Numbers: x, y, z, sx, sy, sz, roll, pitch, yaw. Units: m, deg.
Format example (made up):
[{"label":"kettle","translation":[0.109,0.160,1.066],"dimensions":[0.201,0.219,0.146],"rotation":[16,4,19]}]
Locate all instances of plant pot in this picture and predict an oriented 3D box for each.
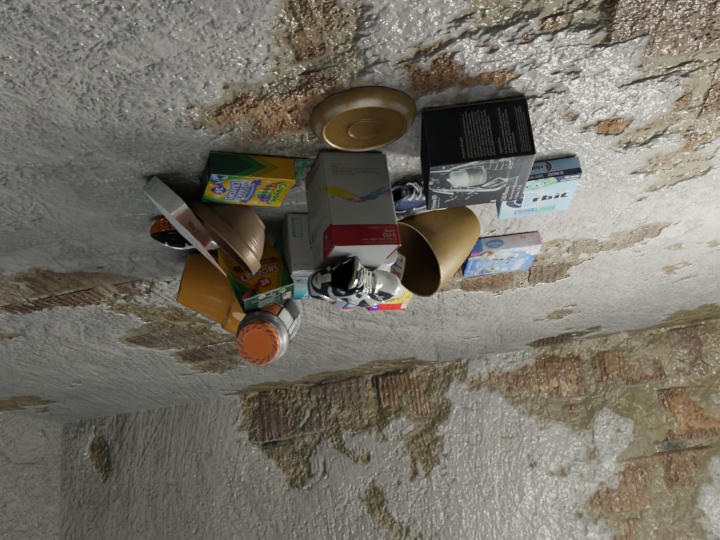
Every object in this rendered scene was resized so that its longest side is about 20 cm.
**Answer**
[{"label":"plant pot","translation":[-0.267,-0.093,1.607],"dimensions":[0.093,0.201,0.201],"rotation":[-45,165,-11]},{"label":"plant pot","translation":[0.006,-0.265,1.377],"dimensions":[0.197,0.028,0.200],"rotation":[-6,162,-2]},{"label":"plant pot","translation":[-0.359,0.040,1.906],"dimensions":[0.181,0.203,0.200],"rotation":[16,155,-15]},{"label":"plant pot","translation":[0.182,-0.070,1.763],"dimensions":[0.199,0.188,0.186],"rotation":[-33,176,-32]}]

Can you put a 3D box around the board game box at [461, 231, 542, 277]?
[{"label":"board game box","translation":[0.389,-0.043,2.120],"dimensions":[0.196,0.044,0.200],"rotation":[-8,161,-1]}]

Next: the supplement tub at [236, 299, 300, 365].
[{"label":"supplement tub","translation":[-0.213,0.136,1.747],"dimensions":[0.121,0.124,0.200],"rotation":[-10,-167,11]}]

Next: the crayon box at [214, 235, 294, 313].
[{"label":"crayon box","translation":[-0.247,-0.005,1.740],"dimensions":[0.125,0.201,0.051],"rotation":[-18,141,-23]}]

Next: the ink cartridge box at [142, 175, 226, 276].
[{"label":"ink cartridge box","translation":[-0.345,-0.088,1.556],"dimensions":[0.044,0.173,0.200],"rotation":[-47,162,-11]}]

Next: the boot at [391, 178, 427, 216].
[{"label":"boot","translation":[0.136,-0.165,1.634],"dimensions":[0.198,0.074,0.090],"rotation":[-21,162,37]}]

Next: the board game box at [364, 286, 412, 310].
[{"label":"board game box","translation":[0.091,0.003,1.926],"dimensions":[0.150,0.046,0.202],"rotation":[0,118,-48]}]

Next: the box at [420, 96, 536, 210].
[{"label":"box","translation":[0.216,-0.217,1.445],"dimensions":[0.193,0.126,0.200],"rotation":[-5,161,2]}]

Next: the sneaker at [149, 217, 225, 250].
[{"label":"sneaker","translation":[-0.379,-0.073,1.727],"dimensions":[0.197,0.077,0.092],"rotation":[2,164,-22]}]

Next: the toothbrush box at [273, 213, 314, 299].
[{"label":"toothbrush box","translation":[-0.149,-0.029,1.814],"dimensions":[0.084,0.149,0.200],"rotation":[0,161,-18]}]

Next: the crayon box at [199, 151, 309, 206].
[{"label":"crayon box","translation":[-0.211,-0.178,1.513],"dimensions":[0.197,0.052,0.126],"rotation":[0,160,-22]}]

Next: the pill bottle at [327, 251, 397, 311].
[{"label":"pill bottle","translation":[0.000,0.000,1.709],"dimensions":[0.111,0.114,0.200],"rotation":[5,149,-31]}]

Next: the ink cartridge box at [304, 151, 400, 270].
[{"label":"ink cartridge box","translation":[-0.021,-0.118,1.525],"dimensions":[0.142,0.203,0.145],"rotation":[-2,162,-20]}]

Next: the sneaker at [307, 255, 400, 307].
[{"label":"sneaker","translation":[0.003,0.022,1.497],"dimensions":[0.196,0.081,0.129],"rotation":[9,168,-18]}]

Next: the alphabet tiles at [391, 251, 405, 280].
[{"label":"alphabet tiles","translation":[0.023,-0.060,1.753],"dimensions":[0.006,0.199,0.167],"rotation":[-44,161,-24]}]

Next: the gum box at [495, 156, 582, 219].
[{"label":"gum box","translation":[0.398,-0.183,1.720],"dimensions":[0.167,0.045,0.200],"rotation":[-8,162,4]}]
